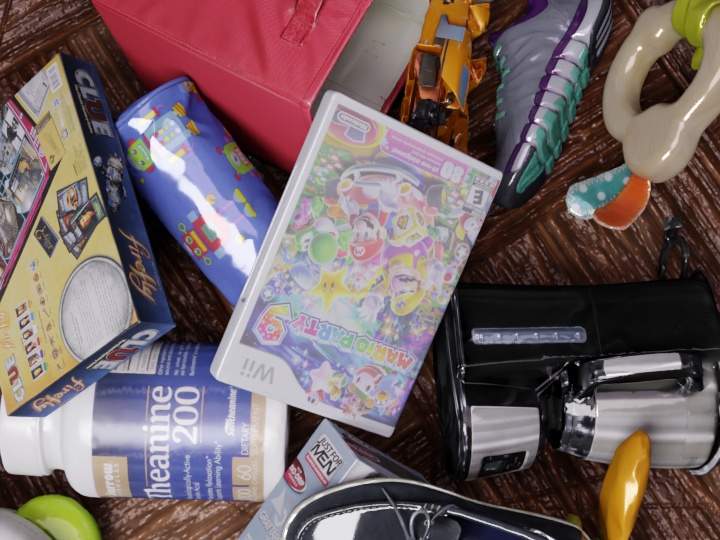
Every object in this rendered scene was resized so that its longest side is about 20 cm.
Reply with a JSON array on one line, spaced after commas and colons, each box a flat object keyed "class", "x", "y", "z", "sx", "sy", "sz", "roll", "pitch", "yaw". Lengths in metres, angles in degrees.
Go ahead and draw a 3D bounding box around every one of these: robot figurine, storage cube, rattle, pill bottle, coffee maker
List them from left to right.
[{"class": "pill bottle", "x": -0.150, "y": 0.107, "z": 0.824, "sx": 0.197, "sy": 0.111, "sz": 0.112, "roll": 2, "pitch": 78, "yaw": -2}, {"class": "storage cube", "x": -0.060, "y": -0.191, "z": 0.846, "sx": 0.178, "sy": 0.200, "sz": 0.172, "roll": 27, "pitch": 78, "yaw": 13}, {"class": "robot figurine", "x": 0.057, "y": -0.100, "z": 0.864, "sx": 0.057, "sy": 0.145, "sz": 0.202, "roll": 8, "pitch": 68, "yaw": 8}, {"class": "rattle", "x": 0.092, "y": 0.180, "z": 0.787, "sx": 0.198, "sy": 0.144, "sz": 0.130, "roll": 9, "pitch": 33, "yaw": 31}, {"class": "coffee maker", "x": 0.154, "y": 0.062, "z": 0.852, "sx": 0.197, "sy": 0.136, "sz": 0.193, "roll": 0, "pitch": 39, "yaw": -3}, {"class": "rattle", "x": 0.258, "y": -0.103, "z": 0.905, "sx": 0.129, "sy": 0.142, "sz": 0.202, "roll": 3, "pitch": 73, "yaw": 41}]

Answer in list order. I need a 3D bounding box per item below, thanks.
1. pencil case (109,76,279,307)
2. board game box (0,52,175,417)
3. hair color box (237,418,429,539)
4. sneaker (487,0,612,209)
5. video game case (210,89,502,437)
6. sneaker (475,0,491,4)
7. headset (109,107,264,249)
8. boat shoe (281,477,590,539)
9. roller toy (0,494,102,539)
[{"class": "pencil case", "x": -0.093, "y": -0.040, "z": 0.812, "sx": 0.078, "sy": 0.087, "sz": 0.201, "roll": -36, "pitch": 97, "yaw": 26}, {"class": "board game box", "x": -0.205, "y": -0.023, "z": 0.764, "sx": 0.135, "sy": 0.034, "sz": 0.202, "roll": -32, "pitch": 66, "yaw": 28}, {"class": "hair color box", "x": -0.037, "y": 0.214, "z": 0.787, "sx": 0.099, "sy": 0.061, "sz": 0.201, "roll": 33, "pitch": 94, "yaw": -31}, {"class": "sneaker", "x": 0.130, "y": -0.143, "z": 0.922, "sx": 0.087, "sy": 0.075, "sz": 0.201, "roll": 21, "pitch": 71, "yaw": 21}, {"class": "video game case", "x": 0.000, "y": 0.000, "z": 0.772, "sx": 0.142, "sy": 0.018, "sz": 0.202, "roll": 22, "pitch": 94, "yaw": -27}, {"class": "sneaker", "x": 0.046, "y": -0.262, "z": 0.897, "sx": 0.198, "sy": 0.073, "sz": 0.117, "roll": -3, "pitch": 77, "yaw": -35}, {"class": "headset", "x": -0.176, "y": -0.066, "z": 0.868, "sx": 0.197, "sy": 0.094, "sz": 0.125, "roll": 2, "pitch": 78, "yaw": -19}, {"class": "boat shoe", "x": 0.047, "y": 0.174, "z": 0.703, "sx": 0.197, "sy": 0.062, "sz": 0.076, "roll": 7, "pitch": 96, "yaw": 7}, {"class": "roller toy", "x": -0.271, "y": 0.256, "z": 0.772, "sx": 0.180, "sy": 0.140, "sz": 0.203, "roll": -1, "pitch": 79, "yaw": -2}]
